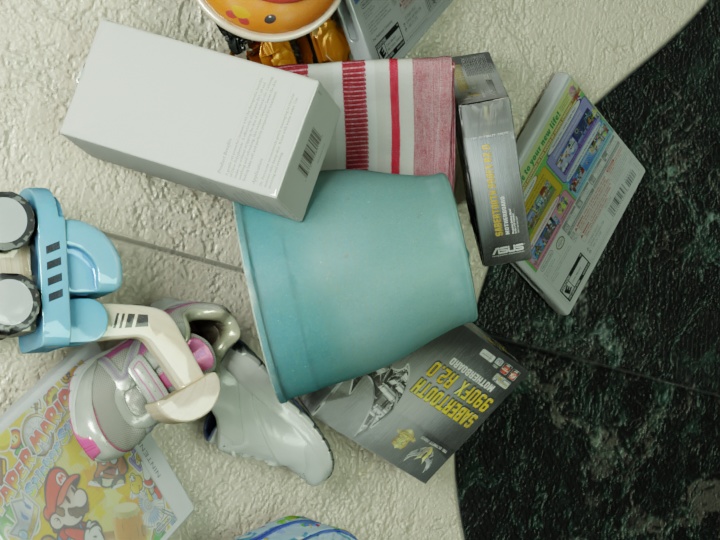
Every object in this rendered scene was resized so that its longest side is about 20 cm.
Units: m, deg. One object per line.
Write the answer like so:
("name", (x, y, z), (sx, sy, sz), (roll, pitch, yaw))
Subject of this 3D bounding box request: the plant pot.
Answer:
("plant pot", (0.000, 0.000, 1.513), (0.188, 0.200, 0.200), (-12, 110, 0))

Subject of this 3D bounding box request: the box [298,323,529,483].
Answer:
("box", (0.051, 0.107, 1.688), (0.158, 0.048, 0.200), (-47, 135, 6))

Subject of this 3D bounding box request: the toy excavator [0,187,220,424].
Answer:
("toy excavator", (-0.215, 0.030, 1.386), (0.200, 0.100, 0.195), (-2, 83, -24))

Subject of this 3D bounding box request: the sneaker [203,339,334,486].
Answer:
("sneaker", (-0.098, 0.141, 1.609), (0.087, 0.075, 0.200), (-44, 124, -6))

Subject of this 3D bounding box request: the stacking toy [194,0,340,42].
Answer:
("stacking toy", (-0.063, -0.280, 1.400), (0.146, 0.200, 0.146), (2, 79, -12))

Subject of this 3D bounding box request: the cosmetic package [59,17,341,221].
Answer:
("cosmetic package", (-0.131, -0.124, 1.424), (0.085, 0.200, 0.108), (44, 66, -72))

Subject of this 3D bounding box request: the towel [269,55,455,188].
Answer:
("towel", (-0.014, -0.121, 1.553), (0.200, 0.023, 0.144), (-3, 123, -1))

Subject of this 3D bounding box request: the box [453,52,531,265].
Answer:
("box", (0.122, -0.111, 1.670), (0.048, 0.200, 0.159), (-10, 110, 2))

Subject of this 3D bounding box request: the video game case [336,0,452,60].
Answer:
("video game case", (0.022, -0.298, 1.620), (0.200, 0.022, 0.182), (-53, 130, -46))

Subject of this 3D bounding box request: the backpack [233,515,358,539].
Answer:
("backpack", (-0.079, 0.316, 1.612), (0.200, 0.154, 0.163), (-34, 113, -48))

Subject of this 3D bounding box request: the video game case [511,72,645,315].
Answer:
("video game case", (0.219, -0.082, 1.880), (0.182, 0.022, 0.200), (44, 69, -38))

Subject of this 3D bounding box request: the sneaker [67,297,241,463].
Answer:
("sneaker", (-0.172, 0.083, 1.471), (0.081, 0.088, 0.200), (57, 42, -21))

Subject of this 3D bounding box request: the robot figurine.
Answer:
("robot figurine", (-0.072, -0.219, 1.565), (0.145, 0.058, 0.200), (-37, 121, -32))

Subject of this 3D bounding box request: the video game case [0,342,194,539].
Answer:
("video game case", (-0.236, 0.184, 1.441), (0.182, 0.023, 0.200), (62, 38, -15))
